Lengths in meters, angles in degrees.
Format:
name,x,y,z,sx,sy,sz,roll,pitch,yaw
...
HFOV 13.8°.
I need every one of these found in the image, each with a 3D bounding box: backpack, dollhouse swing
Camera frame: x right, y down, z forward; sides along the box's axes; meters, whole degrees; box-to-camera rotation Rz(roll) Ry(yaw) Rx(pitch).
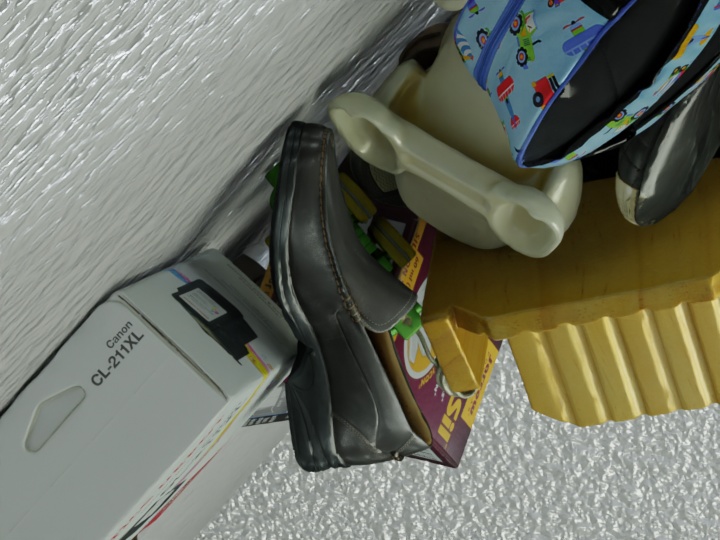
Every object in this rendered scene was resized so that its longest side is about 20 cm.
name,x,y,z,sx,sy,sz,roll,pitch,yaw
backpack,0.124,-0.149,1.409,0.200,0.135,0.182,-51,165,30
dollhouse swing,0.156,0.045,1.666,0.199,0.176,0.182,-10,-153,13

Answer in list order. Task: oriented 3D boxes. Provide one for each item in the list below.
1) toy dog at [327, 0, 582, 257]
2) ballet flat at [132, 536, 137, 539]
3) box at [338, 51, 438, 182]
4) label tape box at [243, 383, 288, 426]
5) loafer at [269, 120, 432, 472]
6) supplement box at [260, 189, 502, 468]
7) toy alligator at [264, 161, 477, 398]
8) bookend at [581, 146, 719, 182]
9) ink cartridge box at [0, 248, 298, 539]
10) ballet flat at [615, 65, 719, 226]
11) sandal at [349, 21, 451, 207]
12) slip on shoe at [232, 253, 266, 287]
name,x,y,z,sx,sy,sz,roll,pitch,yaw
toy dog,0.103,-0.112,1.595,0.200,0.139,0.194,-57,160,-11
ballet flat,-0.217,0.192,1.744,0.200,0.075,0.068,-40,171,-33
box,0.055,-0.071,1.862,0.075,0.100,0.200,-45,176,-27
label tape box,-0.005,0.054,1.996,0.199,0.063,0.144,-8,169,-9
loafer,-0.005,0.012,1.565,0.073,0.072,0.200,-74,159,-58
supplement box,0.013,0.035,1.821,0.111,0.085,0.200,-70,157,-14
toy alligator,0.000,0.000,1.682,0.059,0.200,0.054,-42,-145,-1
bookend,0.223,-0.076,1.715,0.199,0.200,0.092,-19,-144,47
ink cartridge box,-0.119,0.077,1.568,0.146,0.083,0.200,-48,177,13
ballet flat,0.166,-0.120,1.527,0.066,0.057,0.200,-7,116,-50
sandal,0.056,-0.111,1.699,0.201,0.057,0.080,-50,137,-30
slip on shoe,-0.092,0.049,1.763,0.076,0.061,0.200,-48,176,23
